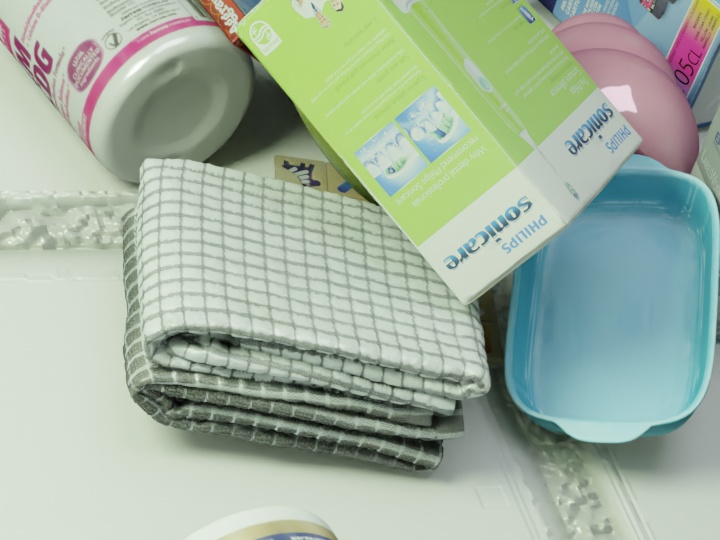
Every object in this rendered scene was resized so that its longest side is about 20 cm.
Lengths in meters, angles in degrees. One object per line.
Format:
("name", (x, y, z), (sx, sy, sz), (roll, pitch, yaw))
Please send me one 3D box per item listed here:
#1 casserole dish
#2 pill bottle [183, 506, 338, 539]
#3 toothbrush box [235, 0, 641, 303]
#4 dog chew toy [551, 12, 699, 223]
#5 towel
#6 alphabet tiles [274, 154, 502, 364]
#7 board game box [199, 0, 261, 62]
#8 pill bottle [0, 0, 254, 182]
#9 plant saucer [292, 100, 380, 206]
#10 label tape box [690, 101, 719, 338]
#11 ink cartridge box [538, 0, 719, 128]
("casserole dish", (0.150, 0.022, 1.476), (0.121, 0.039, 0.200), (1, 56, 11))
("pill bottle", (-0.021, 0.217, 1.172), (0.111, 0.111, 0.200), (-8, 45, -28))
("toothbrush box", (0.047, -0.103, 1.409), (0.200, 0.086, 0.146), (48, 31, -2))
("dog chew toy", (0.153, -0.102, 1.616), (0.124, 0.125, 0.200), (14, 30, -4))
("towel", (-0.034, 0.025, 1.408), (0.200, 0.086, 0.166), (11, 34, -14))
("alphabet tiles", (0.000, 0.000, 1.519), (0.166, 0.006, 0.200), (8, 40, -12))
("board game box", (-0.042, -0.140, 1.570), (0.200, 0.019, 0.103), (30, 19, -52))
("pill bottle", (-0.163, -0.157, 1.559), (0.113, 0.113, 0.200), (-15, 49, -34))
("plant saucer", (0.002, -0.111, 1.524), (0.200, 0.031, 0.200), (45, 29, -34))
("label tape box", (0.278, -0.047, 1.525), (0.143, 0.200, 0.066), (4, 43, -16))
("ink cartridge box", (0.206, -0.211, 1.744), (0.076, 0.137, 0.200), (-11, 46, -38))
